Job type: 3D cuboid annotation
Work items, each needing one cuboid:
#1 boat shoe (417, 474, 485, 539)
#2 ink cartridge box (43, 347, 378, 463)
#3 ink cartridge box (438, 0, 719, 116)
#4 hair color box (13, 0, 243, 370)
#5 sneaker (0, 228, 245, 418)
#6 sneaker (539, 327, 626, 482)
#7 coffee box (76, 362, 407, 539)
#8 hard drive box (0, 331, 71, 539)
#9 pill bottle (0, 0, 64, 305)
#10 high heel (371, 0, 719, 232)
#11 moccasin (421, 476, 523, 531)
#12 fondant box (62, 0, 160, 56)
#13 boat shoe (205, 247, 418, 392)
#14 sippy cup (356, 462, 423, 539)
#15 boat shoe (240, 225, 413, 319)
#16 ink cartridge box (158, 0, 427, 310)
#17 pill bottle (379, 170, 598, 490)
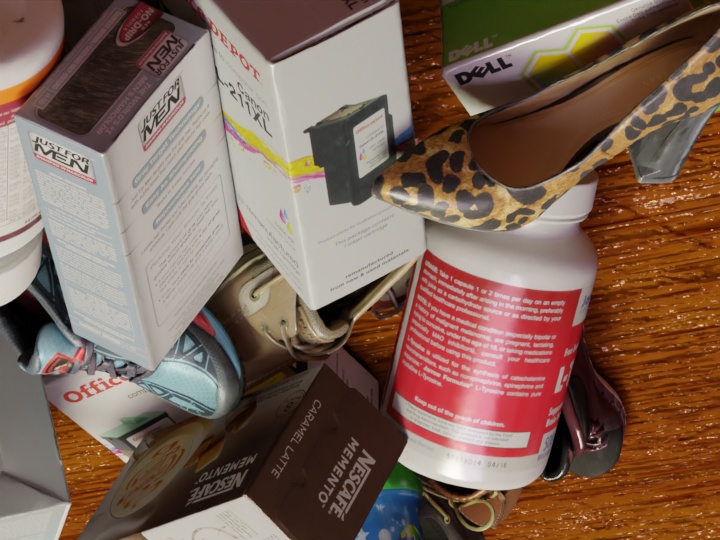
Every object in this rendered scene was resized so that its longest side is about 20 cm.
[{"bbox_3d":[0.030,0.171,1.643,0.072,0.061,0.201,-22,134,26],"label":"boat shoe"},{"bbox_3d":[-0.102,0.077,1.518,0.145,0.084,0.200,-24,133,26],"label":"ink cartridge box"},{"bbox_3d":[0.107,-0.158,1.245,0.148,0.076,0.200,-19,137,22],"label":"ink cartridge box"},{"bbox_3d":[-0.124,-0.045,1.240,0.061,0.099,0.200,25,149,19],"label":"hair color box"},{"bbox_3d":[-0.166,0.042,1.352,0.200,0.096,0.079,31,133,1],"label":"sneaker"},{"bbox_3d":[0.134,0.111,1.528,0.075,0.116,0.200,-12,137,15],"label":"sneaker"},{"bbox_3d":[-0.080,0.145,1.399,0.080,0.114,0.200,45,141,-18],"label":"coffee box"},{"bbox_3d":[-0.251,0.115,1.463,0.077,0.156,0.200,-10,162,-18],"label":"hard drive box"},{"bbox_3d":[-0.220,-0.074,1.236,0.109,0.110,0.200,5,139,-5],"label":"pill bottle"},{"bbox_3d":[0.108,-0.090,1.196,0.200,0.072,0.143,-10,149,-21],"label":"high heel"},{"bbox_3d":[0.073,0.133,1.564,0.074,0.078,0.201,24,157,16],"label":"moccasin"},{"bbox_3d":[-0.215,-0.138,1.291,0.199,0.058,0.144,-5,139,6],"label":"fondant box"},{"bbox_3d":[-0.036,0.020,1.370,0.072,0.065,0.200,32,118,-34],"label":"boat shoe"},{"bbox_3d":[-0.008,0.215,1.525,0.177,0.131,0.140,-5,158,-32],"label":"sippy cup"},{"bbox_3d":[0.000,0.000,1.444,0.199,0.063,0.071,12,136,-15],"label":"boat shoe"},{"bbox_3d":[-0.041,-0.102,1.249,0.083,0.146,0.200,-28,142,-16],"label":"ink cartridge box"},{"bbox_3d":[0.083,0.025,1.388,0.112,0.112,0.200,9,110,-10],"label":"pill bottle"}]
